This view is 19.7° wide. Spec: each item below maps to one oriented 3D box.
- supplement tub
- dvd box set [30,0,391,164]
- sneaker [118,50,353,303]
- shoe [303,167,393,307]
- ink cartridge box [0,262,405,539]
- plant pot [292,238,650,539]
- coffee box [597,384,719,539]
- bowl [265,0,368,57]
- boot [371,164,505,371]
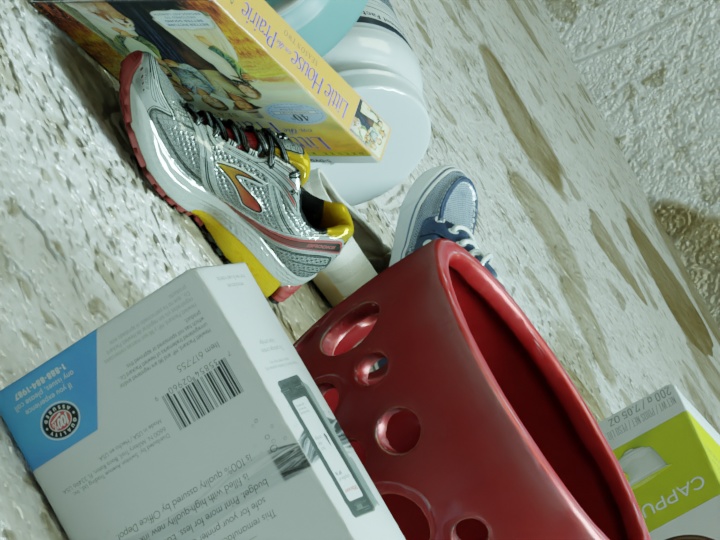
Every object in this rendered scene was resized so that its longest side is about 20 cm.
[{"bbox_3d":[-0.037,-0.157,1.510,0.140,0.140,0.200,41,22,-49],"label":"supplement tub"},{"bbox_3d":[-0.091,-0.127,1.291,0.200,0.146,0.029,42,60,-49],"label":"dvd box set"},{"bbox_3d":[-0.079,-0.070,1.297,0.200,0.082,0.078,46,18,-35],"label":"sneaker"},{"bbox_3d":[0.000,0.000,1.475,0.200,0.053,0.070,47,17,-36],"label":"shoe"},{"bbox_3d":[-0.057,0.111,0.910,0.200,0.116,0.068,60,15,7],"label":"ink cartridge box"},{"bbox_3d":[0.022,0.111,1.040,0.200,0.182,0.200,52,16,-21],"label":"plant pot"},{"bbox_3d":[0.185,0.234,1.297,0.200,0.200,0.198,45,19,-42],"label":"coffee box"},{"bbox_3d":[-0.079,-0.216,1.329,0.201,0.201,0.105,55,0,-10],"label":"bowl"},{"bbox_3d":[0.069,0.002,1.458,0.073,0.090,0.200,52,44,-37],"label":"boot"}]
